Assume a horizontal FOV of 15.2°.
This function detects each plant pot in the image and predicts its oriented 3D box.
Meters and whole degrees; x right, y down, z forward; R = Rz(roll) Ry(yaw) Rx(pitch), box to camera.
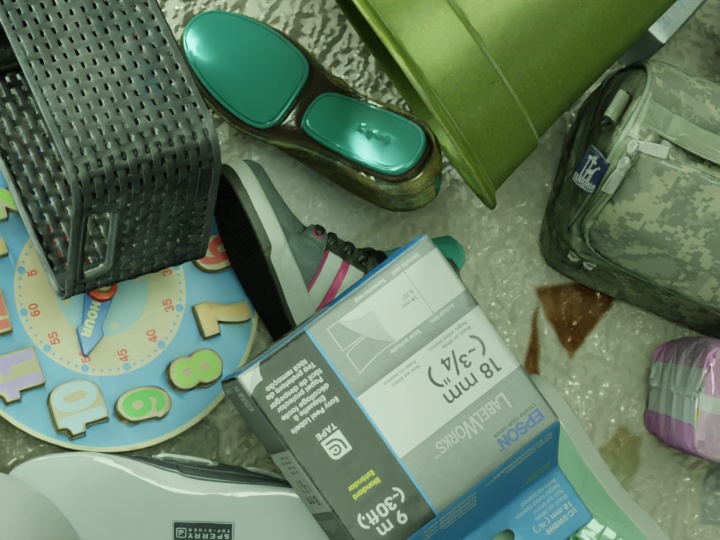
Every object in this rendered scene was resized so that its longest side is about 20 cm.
[{"bbox_3d":[0.096,-0.173,1.619,0.190,0.200,0.200,-36,88,1],"label":"plant pot"}]

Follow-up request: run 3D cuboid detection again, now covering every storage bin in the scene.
[{"bbox_3d":[-0.163,-0.102,1.578,0.093,0.135,0.201,-18,62,-20],"label":"storage bin"}]

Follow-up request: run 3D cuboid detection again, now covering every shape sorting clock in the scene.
[{"bbox_3d":[-0.157,0.011,1.634,0.199,0.039,0.201,2,78,-12],"label":"shape sorting clock"}]

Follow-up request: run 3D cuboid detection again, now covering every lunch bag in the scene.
[{"bbox_3d":[0.221,-0.046,1.662,0.199,0.168,0.140,22,74,-7],"label":"lunch bag"}]

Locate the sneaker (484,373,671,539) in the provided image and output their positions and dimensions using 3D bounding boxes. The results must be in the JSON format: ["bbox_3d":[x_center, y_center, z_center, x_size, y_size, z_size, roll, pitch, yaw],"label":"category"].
[{"bbox_3d":[0.116,0.174,1.640,0.118,0.074,0.201,-31,77,-23],"label":"sneaker"}]

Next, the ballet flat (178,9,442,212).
[{"bbox_3d":[-0.030,-0.093,1.663,0.199,0.071,0.071,31,71,27],"label":"ballet flat"}]

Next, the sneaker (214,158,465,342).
[{"bbox_3d":[0.000,0.000,1.635,0.120,0.084,0.201,-33,106,-19],"label":"sneaker"}]

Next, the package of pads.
[{"bbox_3d":[0.285,0.091,1.669,0.199,0.120,0.076,10,93,-10],"label":"package of pads"}]

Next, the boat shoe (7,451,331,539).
[{"bbox_3d":[-0.113,0.141,1.604,0.199,0.068,0.072,4,100,-3],"label":"boat shoe"}]

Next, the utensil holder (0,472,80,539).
[{"bbox_3d":[-0.234,0.199,1.474,0.169,0.200,0.171,0,93,1],"label":"utensil holder"}]

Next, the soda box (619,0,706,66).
[{"bbox_3d":[0.131,-0.223,1.731,0.200,0.068,0.063,43,73,-2],"label":"soda box"}]

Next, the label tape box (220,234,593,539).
[{"bbox_3d":[0.036,0.102,1.561,0.144,0.063,0.200,-36,92,-15],"label":"label tape box"}]
